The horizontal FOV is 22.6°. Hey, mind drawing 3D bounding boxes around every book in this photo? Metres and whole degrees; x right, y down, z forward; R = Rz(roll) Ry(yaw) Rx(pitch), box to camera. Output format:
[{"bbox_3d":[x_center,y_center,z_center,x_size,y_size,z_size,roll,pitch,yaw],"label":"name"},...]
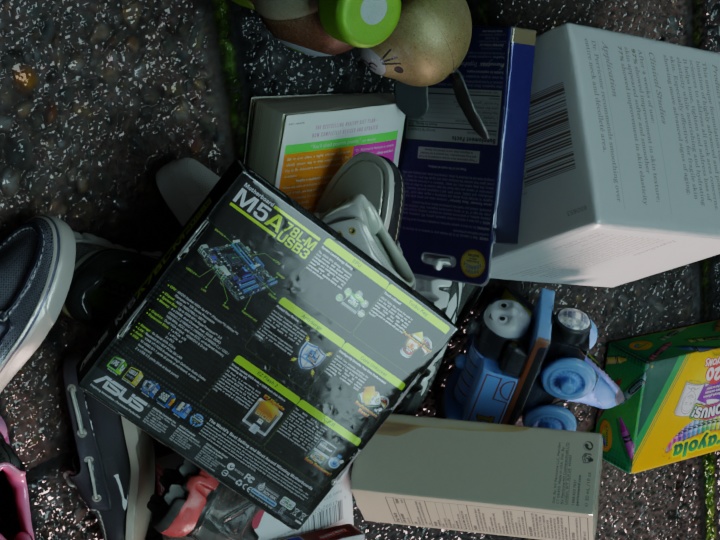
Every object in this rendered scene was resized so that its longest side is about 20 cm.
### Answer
[{"bbox_3d":[-0.032,-0.039,1.437,0.133,0.048,0.200,-7,115,-38],"label":"book"}]

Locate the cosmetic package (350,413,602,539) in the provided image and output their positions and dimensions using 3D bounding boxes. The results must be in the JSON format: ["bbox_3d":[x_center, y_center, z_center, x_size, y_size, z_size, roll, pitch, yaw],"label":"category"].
[{"bbox_3d":[0.098,0.172,1.491,0.105,0.200,0.071,75,22,-67],"label":"cosmetic package"}]

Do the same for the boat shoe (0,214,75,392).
[{"bbox_3d":[-0.281,0.039,1.247,0.093,0.075,0.200,31,89,-49],"label":"boat shoe"}]

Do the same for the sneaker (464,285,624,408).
[{"bbox_3d":[0.166,0.088,1.646,0.078,0.066,0.200,-50,132,5],"label":"sneaker"}]

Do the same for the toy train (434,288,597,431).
[{"bbox_3d":[0.131,0.103,1.548,0.114,0.087,0.200,14,130,-3],"label":"toy train"}]

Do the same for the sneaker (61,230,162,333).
[{"bbox_3d":[-0.145,0.022,1.329,0.200,0.087,0.074,12,105,-33],"label":"sneaker"}]

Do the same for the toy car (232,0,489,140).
[{"bbox_3d":[0.021,-0.176,1.330,0.158,0.164,0.200,-43,127,-16],"label":"toy car"}]

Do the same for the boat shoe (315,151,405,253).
[{"bbox_3d":[0.000,0.000,1.409,0.060,0.074,0.200,-6,118,-42],"label":"boat shoe"}]

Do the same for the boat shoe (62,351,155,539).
[{"bbox_3d":[-0.196,0.146,1.391,0.063,0.073,0.200,5,119,5],"label":"boat shoe"}]

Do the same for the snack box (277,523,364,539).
[{"bbox_3d":[-0.088,0.254,1.422,0.200,0.024,0.072,-8,113,-34],"label":"snack box"}]

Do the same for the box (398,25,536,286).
[{"bbox_3d":[0.079,-0.092,1.423,0.032,0.121,0.200,3,94,-40],"label":"box"}]

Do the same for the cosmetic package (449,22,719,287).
[{"bbox_3d":[0.189,-0.087,1.472,0.200,0.166,0.168,5,72,-40],"label":"cosmetic package"}]

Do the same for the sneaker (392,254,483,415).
[{"bbox_3d":[0.064,0.028,1.514,0.090,0.066,0.200,14,86,-54],"label":"sneaker"}]

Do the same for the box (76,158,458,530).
[{"bbox_3d":[-0.066,0.055,1.277,0.200,0.048,0.193,35,94,-18],"label":"box"}]

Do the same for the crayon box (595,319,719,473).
[{"bbox_3d":[0.326,0.120,1.787,0.200,0.058,0.119,-10,115,-36],"label":"crayon box"}]

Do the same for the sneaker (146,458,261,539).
[{"bbox_3d":[-0.078,0.128,1.375,0.098,0.071,0.201,32,67,-13],"label":"sneaker"}]

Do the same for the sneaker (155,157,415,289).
[{"bbox_3d":[-0.049,-0.034,1.337,0.200,0.074,0.116,45,112,-7],"label":"sneaker"}]

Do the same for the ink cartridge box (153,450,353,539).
[{"bbox_3d":[-0.083,0.232,1.488,0.145,0.083,0.200,-19,121,-31],"label":"ink cartridge box"}]

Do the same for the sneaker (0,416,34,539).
[{"bbox_3d":[-0.271,0.203,1.317,0.079,0.095,0.200,-19,121,-34],"label":"sneaker"}]
